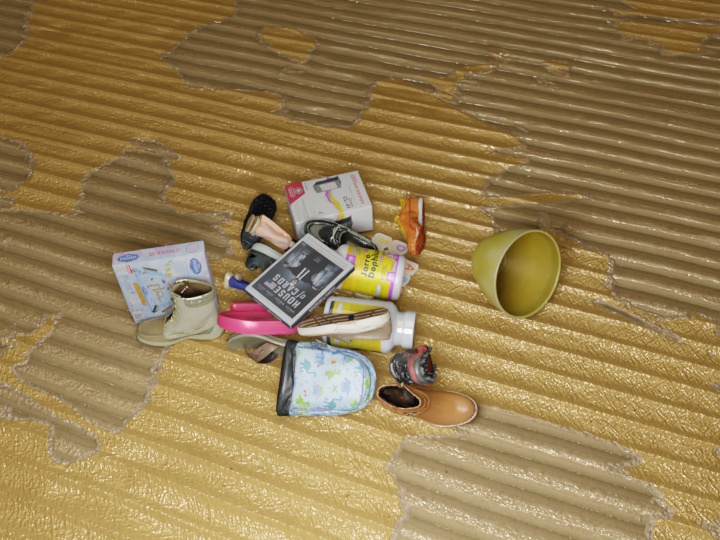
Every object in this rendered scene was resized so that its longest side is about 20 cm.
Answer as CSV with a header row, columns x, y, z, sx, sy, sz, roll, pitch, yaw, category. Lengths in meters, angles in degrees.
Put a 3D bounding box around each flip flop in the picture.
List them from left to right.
x,y,z,sx,sy,sz,roll,pitch,yaw,category
-0.199,0.177,1.657,0.197,0.081,0.058,12,64,6,flip flop

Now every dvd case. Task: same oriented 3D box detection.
x,y,z,sx,sy,sz,roll,pitch,yaw,category
-0.131,0.020,1.663,0.150,0.025,0.200,34,64,28,dvd case

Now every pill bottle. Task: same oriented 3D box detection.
x,y,z,sx,sy,sz,roll,pitch,yaw,category
0.000,0.000,1.747,0.197,0.105,0.105,10,50,2,pill bottle
0.020,0.120,1.664,0.197,0.113,0.113,6,49,8,pill bottle

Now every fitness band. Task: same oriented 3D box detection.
x,y,z,sx,sy,sz,roll,pitch,yaw,category
-0.216,0.106,1.674,0.197,0.038,0.143,0,15,-28,fitness band

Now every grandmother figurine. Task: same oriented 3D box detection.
x,y,z,sx,sy,sz,roll,pitch,yaw,category
-0.172,-0.066,1.808,0.061,0.199,0.121,-59,26,4,grandmother figurine

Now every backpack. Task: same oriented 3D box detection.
x,y,z,sx,sy,sz,roll,pitch,yaw,category
-0.064,0.226,1.563,0.197,0.154,0.166,10,75,-9,backpack

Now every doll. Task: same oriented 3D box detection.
x,y,z,sx,sy,sz,roll,pitch,yaw,category
-0.216,0.047,1.737,0.198,0.136,0.049,14,90,24,doll

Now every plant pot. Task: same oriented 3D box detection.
x,y,z,sx,sy,sz,roll,pitch,yaw,category
0.334,-0.008,1.733,0.199,0.202,0.141,-30,29,-22,plant pot

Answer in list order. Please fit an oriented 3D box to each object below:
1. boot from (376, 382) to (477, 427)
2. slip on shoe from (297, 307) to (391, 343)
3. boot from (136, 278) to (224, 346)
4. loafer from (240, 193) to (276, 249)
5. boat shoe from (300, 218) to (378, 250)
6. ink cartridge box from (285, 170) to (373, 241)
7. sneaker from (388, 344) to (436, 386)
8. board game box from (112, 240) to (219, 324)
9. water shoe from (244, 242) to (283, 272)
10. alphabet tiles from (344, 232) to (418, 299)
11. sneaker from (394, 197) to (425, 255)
x,y,z,sx,sy,sz,roll,pitch,yaw,category
0.130,0.258,1.504,0.197,0.155,0.078,12,77,14,boot
-0.032,0.124,1.584,0.197,0.061,0.076,-9,17,4,slip on shoe
-0.406,0.091,1.677,0.197,0.156,0.073,-5,48,-2,boot
-0.261,-0.125,1.917,0.068,0.071,0.202,31,33,-12,loafer
-0.047,-0.079,1.814,0.197,0.071,0.073,17,80,1,boat shoe
-0.081,-0.160,1.929,0.197,0.086,0.149,-14,50,-8,ink cartridge box
0.105,0.202,1.566,0.097,0.200,0.072,-15,91,6,sneaker
-0.429,0.029,1.703,0.196,0.201,0.041,-8,48,-6,board game box
-0.183,0.007,1.813,0.198,0.071,0.080,28,85,19,water shoe
0.031,-0.011,1.842,0.194,0.015,0.200,25,54,21,alphabet tiles
0.122,-0.105,1.891,0.076,0.074,0.201,-5,39,8,sneaker
